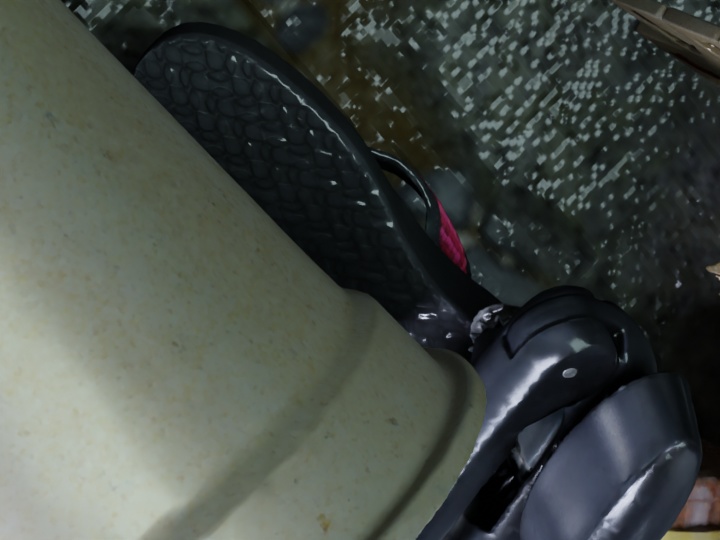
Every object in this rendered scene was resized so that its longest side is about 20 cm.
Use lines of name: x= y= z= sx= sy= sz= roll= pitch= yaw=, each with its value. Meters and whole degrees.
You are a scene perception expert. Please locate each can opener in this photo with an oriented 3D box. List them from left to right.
can opener: x=0.024 y=0.079 z=0.787 sx=0.063 sy=0.079 sz=0.200 roll=22 pitch=131 yaw=-24

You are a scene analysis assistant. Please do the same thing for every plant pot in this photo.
plant pot: x=-0.100 y=0.017 z=0.693 sx=0.200 sy=0.200 sz=0.184 roll=-39 pitch=104 yaw=-11

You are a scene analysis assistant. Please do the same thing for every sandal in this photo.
sandal: x=0.000 y=0.000 z=0.798 sx=0.075 sy=0.045 sz=0.200 roll=-31 pitch=119 yaw=27

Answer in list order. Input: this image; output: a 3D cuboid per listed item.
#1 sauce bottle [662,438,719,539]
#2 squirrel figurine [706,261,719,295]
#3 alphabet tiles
sauce bottle: x=0.083 y=0.153 z=0.866 sx=0.066 sy=0.066 sz=0.201 roll=2 pitch=100 yaw=-25
squirrel figurine: x=0.185 y=0.059 z=0.819 sx=0.187 sy=0.141 sz=0.201 roll=-40 pitch=118 yaw=-61
alphabet tiles: x=0.170 y=-0.026 z=0.804 sx=0.200 sy=0.166 sz=0.006 roll=30 pitch=93 yaw=-27
